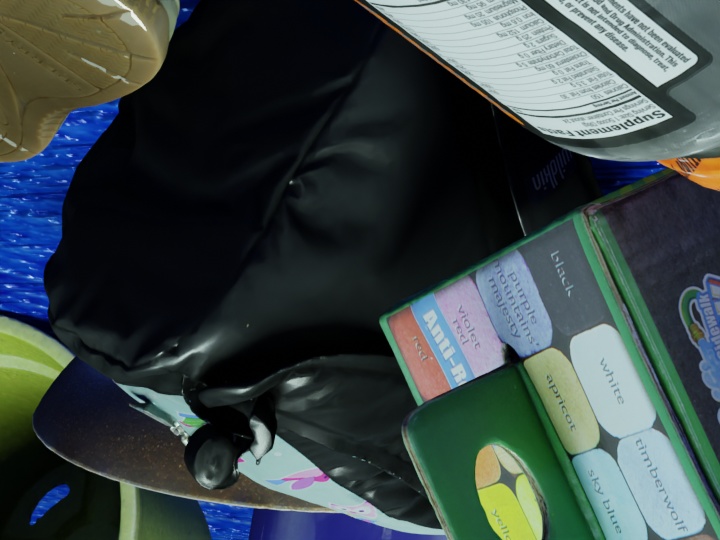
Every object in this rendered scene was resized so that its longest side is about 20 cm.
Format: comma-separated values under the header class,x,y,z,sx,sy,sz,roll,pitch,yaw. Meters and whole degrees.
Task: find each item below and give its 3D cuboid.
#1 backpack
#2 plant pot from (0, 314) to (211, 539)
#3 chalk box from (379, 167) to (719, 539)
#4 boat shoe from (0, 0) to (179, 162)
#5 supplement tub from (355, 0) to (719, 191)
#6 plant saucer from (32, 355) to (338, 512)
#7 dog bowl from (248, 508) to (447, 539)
class,x,y,z,sx,sy,sz,roll,pitch,yaw
backpack,0.000,0.000,0.804,0.126,0.167,0.200,31,173,38
plant pot,-0.164,0.138,1.237,0.199,0.201,0.184,8,169,22
chalk box,0.097,0.033,0.689,0.199,0.125,0.124,-23,177,-27
boat shoe,-0.106,-0.082,0.779,0.073,0.063,0.200,36,156,-27
supplement tub,0.038,-0.103,0.530,0.122,0.123,0.200,-6,150,46
plant saucer,-0.025,0.048,0.971,0.199,0.035,0.200,5,-167,-1
dog bowl,0.053,0.116,1.045,0.199,0.079,0.200,9,179,0
